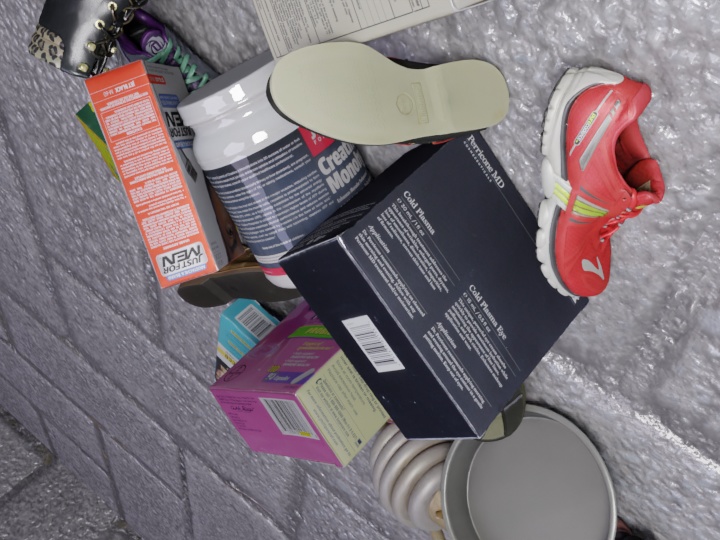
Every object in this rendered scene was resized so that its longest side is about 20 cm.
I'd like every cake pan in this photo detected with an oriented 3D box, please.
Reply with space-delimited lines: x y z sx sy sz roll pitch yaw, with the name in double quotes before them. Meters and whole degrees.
"cake pan" 0.176 0.239 0.879 0.200 0.037 0.201 -5 81 37

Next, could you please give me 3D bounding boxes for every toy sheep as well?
"toy sheep" 0.074 0.243 1.018 0.200 0.138 0.138 37 150 45

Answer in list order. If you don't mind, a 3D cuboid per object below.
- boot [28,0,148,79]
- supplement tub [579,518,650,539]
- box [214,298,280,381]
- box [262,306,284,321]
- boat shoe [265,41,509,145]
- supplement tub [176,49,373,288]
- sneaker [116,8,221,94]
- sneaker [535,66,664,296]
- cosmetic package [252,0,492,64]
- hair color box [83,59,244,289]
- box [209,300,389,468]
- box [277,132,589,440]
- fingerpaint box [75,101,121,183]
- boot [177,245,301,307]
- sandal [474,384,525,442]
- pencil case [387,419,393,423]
"boot" -0.222 -0.250 0.804 0.203 0.073 0.154 25 102 18
"supplement tub" 0.229 0.315 0.931 0.200 0.107 0.107 -8 119 52
"box" -0.153 0.119 1.160 0.082 0.049 0.200 39 147 14
"box" -0.104 0.116 1.177 0.200 0.032 0.121 27 142 31
"boat shoe" 0.017 -0.127 0.637 0.063 0.201 0.074 -6 90 58
"supplement tub" -0.071 -0.097 0.808 0.140 0.140 0.200 -1 124 50
"sneaker" -0.191 -0.201 0.875 0.200 0.074 0.088 42 179 9
"sneaker" 0.181 -0.052 0.628 0.085 0.077 0.200 17 137 31
"cosmetic package" 0.010 -0.224 0.620 0.200 0.087 0.104 2 115 49
"hair color box" -0.182 -0.094 0.811 0.064 0.111 0.200 -17 99 8
"box" -0.030 0.103 0.918 0.176 0.200 0.097 -7 119 52
"box" 0.067 0.011 0.725 0.200 0.182 0.104 55 148 -11
"fingerpaint box" -0.226 -0.111 0.985 0.167 0.073 0.200 44 168 7
"boot" -0.138 -0.004 1.058 0.200 0.076 0.074 -4 143 28
"sandal" 0.119 0.079 0.858 0.080 0.057 0.201 -13 100 21
"pencil case" 0.041 0.144 0.985 0.200 0.087 0.083 -8 122 50
